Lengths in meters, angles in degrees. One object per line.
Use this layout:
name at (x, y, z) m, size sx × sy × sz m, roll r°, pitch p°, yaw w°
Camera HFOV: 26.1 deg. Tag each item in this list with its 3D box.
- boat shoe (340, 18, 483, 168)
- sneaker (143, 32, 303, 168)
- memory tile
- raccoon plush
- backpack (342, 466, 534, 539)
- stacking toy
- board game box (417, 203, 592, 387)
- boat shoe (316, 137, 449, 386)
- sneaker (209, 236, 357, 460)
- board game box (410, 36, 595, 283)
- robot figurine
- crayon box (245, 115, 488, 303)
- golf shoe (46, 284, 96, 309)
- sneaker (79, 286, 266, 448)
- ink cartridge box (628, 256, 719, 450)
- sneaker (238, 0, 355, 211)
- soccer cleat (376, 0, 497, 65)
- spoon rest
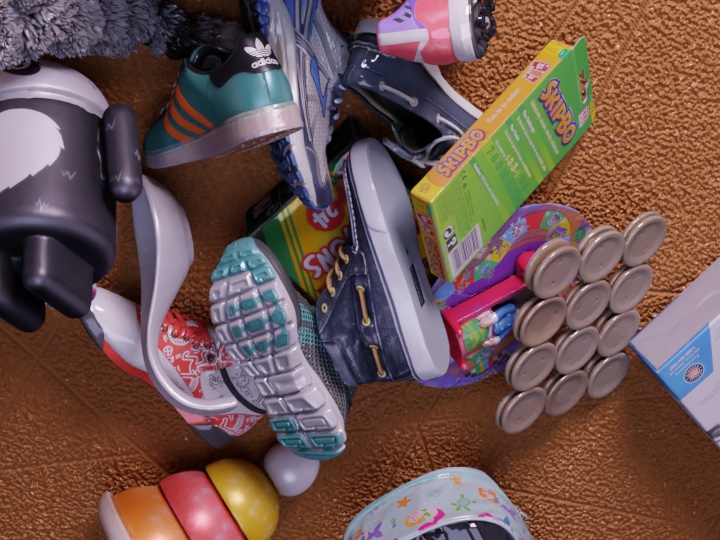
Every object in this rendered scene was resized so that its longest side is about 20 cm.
boat shoe at (0.051, -0.115, 1.198) m, size 0.200 × 0.074 × 0.062 m, roll 44°, pitch 66°, yaw -50°
sneaker at (-0.109, -0.127, 1.168) m, size 0.071 × 0.199 × 0.081 m, roll -15°, pitch 93°, yaw -34°
memory tile at (0.184, 0.045, 1.312) m, size 0.152 × 0.017 × 0.202 m, roll -19°, pitch 135°, yaw -31°
raccoon plush at (-0.179, -0.185, 1.123) m, size 0.197 × 0.134 × 0.098 m, roll 7°, pitch 116°, yaw -5°
backpack at (0.079, 0.274, 1.403) m, size 0.176 × 0.151 × 0.201 m, roll -28°, pitch 126°, yaw 7°
stacking toy at (-0.121, 0.219, 1.384) m, size 0.199 × 0.146 × 0.147 m, roll -30°, pitch 120°, yaw -9°
board game box at (0.122, 0.035, 1.298) m, size 0.157 × 0.039 × 0.201 m, roll 11°, pitch 122°, yaw -44°
boat shoe at (0.000, 0.000, 1.228) m, size 0.090 × 0.071 × 0.203 m, roll -10°, pitch 106°, yaw 22°
sneaker at (-0.058, 0.054, 1.272) m, size 0.077 × 0.091 × 0.202 m, roll -8°, pitch 118°, yaw 26°
board game box at (0.115, -0.091, 1.207) m, size 0.200 × 0.030 × 0.096 m, roll -45°, pitch 144°, yaw -22°
robot figurine at (-0.243, -0.061, 1.156) m, size 0.148 × 0.202 × 0.125 m, roll 3°, pitch 151°, yaw -15°
crayon box at (0.017, -0.014, 1.294) m, size 0.127 × 0.051 × 0.200 m, roll -41°, pitch 116°, yaw 15°
golf shoe at (-0.301, -0.024, 1.252) m, size 0.197 × 0.075 × 0.093 m, roll 7°, pitch 76°, yaw 8°
sneaker at (-0.141, 0.056, 1.308) m, size 0.107 × 0.067 × 0.201 m, roll -36°, pitch 120°, yaw 13°
ink cartridge box at (0.343, 0.101, 1.372) m, size 0.116 × 0.068 × 0.200 m, roll -42°, pitch 115°, yaw 4°
sneaker at (-0.034, -0.146, 1.187) m, size 0.084 × 0.077 × 0.203 m, roll -13°, pitch 105°, yaw -13°
soccer cleat at (0.059, -0.190, 1.123) m, size 0.072 × 0.200 × 0.069 m, roll -5°, pitch 108°, yaw 11°
spoon rest at (-0.154, 0.021, 1.232) m, size 0.060 × 0.099 × 0.202 m, roll -15°, pitch 82°, yaw -19°
